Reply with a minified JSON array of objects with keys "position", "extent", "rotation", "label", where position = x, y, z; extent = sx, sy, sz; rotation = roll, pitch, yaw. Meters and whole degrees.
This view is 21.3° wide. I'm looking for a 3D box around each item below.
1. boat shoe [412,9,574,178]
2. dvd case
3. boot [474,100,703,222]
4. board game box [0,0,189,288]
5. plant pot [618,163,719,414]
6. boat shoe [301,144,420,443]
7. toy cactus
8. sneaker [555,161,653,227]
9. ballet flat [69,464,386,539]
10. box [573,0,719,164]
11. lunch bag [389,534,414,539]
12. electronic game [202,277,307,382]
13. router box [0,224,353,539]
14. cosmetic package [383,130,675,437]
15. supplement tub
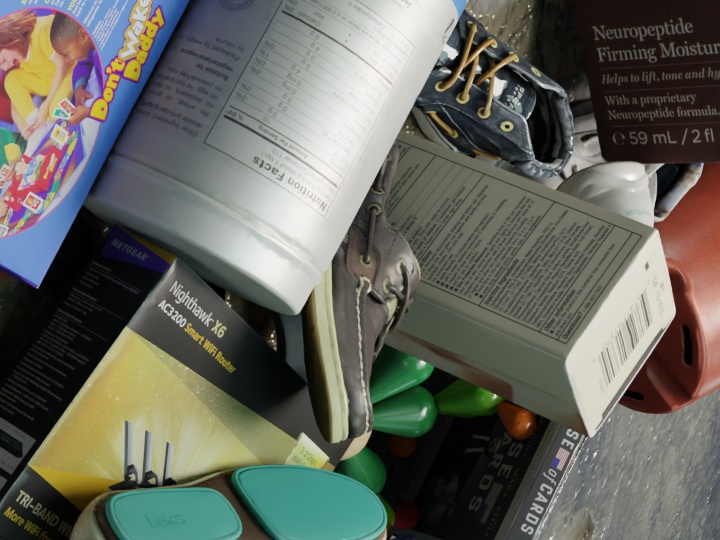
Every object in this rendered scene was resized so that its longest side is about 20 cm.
[{"position":[0.062,-0.120,1.121],"extent":[0.071,0.091,0.200],"rotation":[-62,149,-8],"label":"boat shoe"},{"position":[0.089,0.120,1.251],"extent":[0.025,0.200,0.151],"rotation":[29,80,-14],"label":"dvd case"},{"position":[0.156,-0.064,1.298],"extent":[0.200,0.095,0.074],"rotation":[-29,132,-46],"label":"boot"},{"position":[-0.148,-0.109,0.849],"extent":[0.200,0.045,0.134],"rotation":[-63,149,-7],"label":"board game box"},{"position":[0.256,-0.001,1.417],"extent":[0.195,0.201,0.201],"rotation":[-29,133,-35],"label":"plant pot"},{"position":[0.000,0.000,1.013],"extent":[0.073,0.065,0.200],"rotation":[96,-8,-54],"label":"boat shoe"},{"position":[0.017,0.100,1.194],"extent":[0.165,0.102,0.200],"rotation":[-5,139,-37],"label":"toy cactus"},{"position":[0.131,0.009,1.260],"extent":[0.070,0.080,0.200],"rotation":[-2,153,-25],"label":"sneaker"},{"position":[-0.071,0.136,0.959],"extent":[0.200,0.068,0.062],"rotation":[5,132,-46],"label":"ballet flat"},{"position":[0.247,-0.187,1.242],"extent":[0.164,0.166,0.201],"rotation":[-29,112,-45],"label":"box"},{"position":[-0.032,0.263,1.190],"extent":[0.200,0.082,0.161],"rotation":[-36,166,-41],"label":"lunch bag"},{"position":[-0.088,0.062,1.054],"extent":[0.200,0.042,0.200],"rotation":[-25,126,-40],"label":"electronic game"},{"position":[-0.103,0.096,0.980],"extent":[0.157,0.052,0.200],"rotation":[-56,140,-12],"label":"router box"},{"position":[0.069,0.003,1.107],"extent":[0.103,0.200,0.087],"rotation":[-52,146,-21],"label":"cosmetic package"},{"position":[-0.040,-0.094,0.944],"extent":[0.200,0.132,0.132],"rotation":[-62,149,-7],"label":"supplement tub"}]
